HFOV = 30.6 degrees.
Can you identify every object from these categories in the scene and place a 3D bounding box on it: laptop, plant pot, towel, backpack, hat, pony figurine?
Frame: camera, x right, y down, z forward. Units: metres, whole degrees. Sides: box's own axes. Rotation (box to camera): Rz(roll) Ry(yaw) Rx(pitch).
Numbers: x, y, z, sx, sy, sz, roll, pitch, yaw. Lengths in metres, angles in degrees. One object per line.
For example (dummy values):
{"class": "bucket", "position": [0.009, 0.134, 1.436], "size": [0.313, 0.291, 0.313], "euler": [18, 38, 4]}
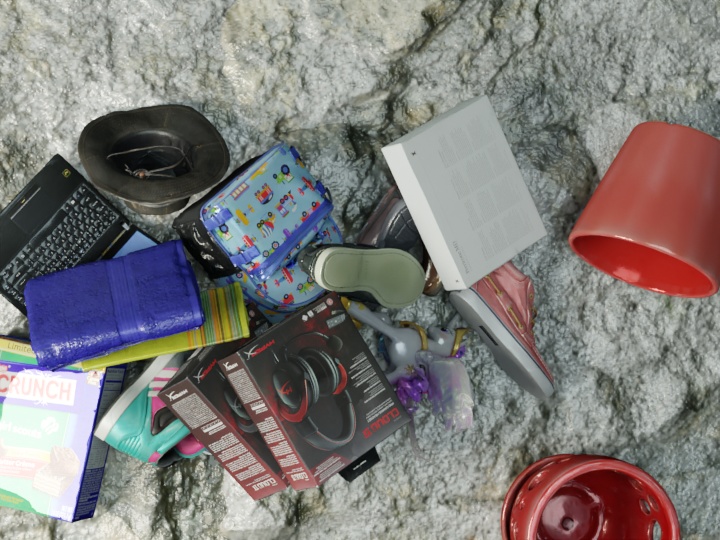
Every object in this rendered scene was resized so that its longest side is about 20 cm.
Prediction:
{"class": "laptop", "position": [-0.345, -0.013, 1.597], "size": [0.200, 0.103, 0.177], "euler": [45, 75, -18]}
{"class": "plant pot", "position": [0.391, -0.084, 1.705], "size": [0.200, 0.200, 0.178], "euler": [23, 79, -7]}
{"class": "towel", "position": [-0.232, 0.065, 1.550], "size": [0.199, 0.086, 0.018], "euler": [-12, 134, -7]}
{"class": "towel", "position": [-0.287, 0.042, 1.538], "size": [0.199, 0.148, 0.050], "euler": [-14, 131, -8]}
{"class": "backpack", "position": [-0.106, -0.033, 1.641], "size": [0.182, 0.134, 0.200], "euler": [-41, 103, -30]}
{"class": "plant pot", "position": [0.285, 0.329, 1.685], "size": [0.199, 0.182, 0.202], "euler": [0, 90, -7]}
{"class": "hat", "position": [-0.255, -0.122, 1.644], "size": [0.200, 0.201, 0.081], "euler": [-4, 133, -8]}
{"class": "pony figurine", "position": [0.060, 0.128, 1.672], "size": [0.199, 0.166, 0.194], "euler": [12, 62, -25]}

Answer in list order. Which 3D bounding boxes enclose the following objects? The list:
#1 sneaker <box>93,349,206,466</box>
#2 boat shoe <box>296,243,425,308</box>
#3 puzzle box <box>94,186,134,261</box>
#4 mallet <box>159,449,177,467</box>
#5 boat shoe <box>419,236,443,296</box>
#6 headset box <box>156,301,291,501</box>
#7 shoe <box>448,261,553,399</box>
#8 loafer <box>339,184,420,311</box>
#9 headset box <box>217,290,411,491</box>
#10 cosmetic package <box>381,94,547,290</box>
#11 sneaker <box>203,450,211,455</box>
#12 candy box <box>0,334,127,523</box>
{"class": "sneaker", "position": [-0.225, 0.168, 1.623], "size": [0.121, 0.084, 0.200], "euler": [38, 45, 1]}
{"class": "boat shoe", "position": [-0.001, 0.002, 1.625], "size": [0.199, 0.066, 0.075], "euler": [4, 100, -47]}
{"class": "puzzle box", "position": [-0.322, 0.010, 1.679], "size": [0.133, 0.025, 0.200], "euler": [-41, 95, -7]}
{"class": "mallet", "position": [-0.299, 0.172, 1.662], "size": [0.041, 0.066, 0.200], "euler": [-43, 95, -4]}
{"class": "boat shoe", "position": [0.097, -0.066, 1.718], "size": [0.071, 0.076, 0.201], "euler": [13, 80, -4]}
{"class": "headset box", "position": [-0.123, 0.165, 1.588], "size": [0.200, 0.077, 0.149], "euler": [49, 47, -10]}
{"class": "shoe", "position": [0.208, 0.071, 1.729], "size": [0.091, 0.071, 0.200], "euler": [-45, 105, -18]}
{"class": "loafer", "position": [0.017, -0.020, 1.702], "size": [0.072, 0.063, 0.200], "euler": [20, 112, -36]}
{"class": "headset box", "position": [-0.047, 0.149, 1.531], "size": [0.148, 0.075, 0.201], "euler": [-31, 92, -27]}
{"class": "cosmetic package", "position": [0.133, -0.098, 1.656], "size": [0.151, 0.052, 0.201], "euler": [-32, 103, -31]}
{"class": "sneaker", "position": [-0.144, 0.150, 1.678], "size": [0.076, 0.077, 0.201], "euler": [29, 84, -5]}
{"class": "candy box", "position": [-0.396, 0.192, 1.624], "size": [0.168, 0.077, 0.201], "euler": [11, 87, 10]}
